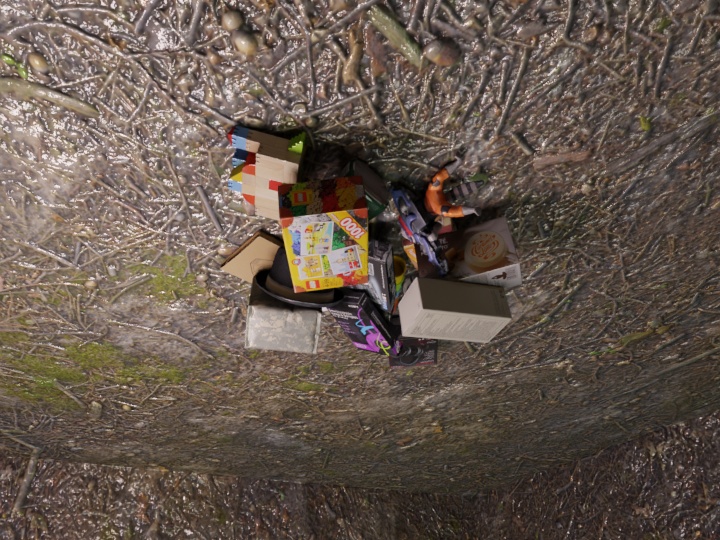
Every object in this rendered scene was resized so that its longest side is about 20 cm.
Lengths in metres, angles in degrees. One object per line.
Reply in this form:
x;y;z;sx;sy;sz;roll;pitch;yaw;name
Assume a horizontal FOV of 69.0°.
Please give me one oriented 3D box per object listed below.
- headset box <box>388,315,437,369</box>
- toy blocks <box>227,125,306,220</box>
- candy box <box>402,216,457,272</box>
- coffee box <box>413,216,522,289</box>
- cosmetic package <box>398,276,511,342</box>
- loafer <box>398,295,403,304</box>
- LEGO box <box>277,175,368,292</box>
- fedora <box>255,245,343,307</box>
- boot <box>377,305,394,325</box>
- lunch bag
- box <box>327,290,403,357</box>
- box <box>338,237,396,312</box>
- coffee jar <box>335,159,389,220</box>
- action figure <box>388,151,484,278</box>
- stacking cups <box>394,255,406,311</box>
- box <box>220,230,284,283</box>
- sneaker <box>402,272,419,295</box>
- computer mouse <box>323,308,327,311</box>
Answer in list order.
0.146;0.207;1.497;0.142;0.080;0.203;-5;144;3;headset box
-0.174;-0.168;0.935;0.131;0.103;0.203;13;143;-3;toy blocks
0.175;-0.035;1.171;0.111;0.057;0.201;-17;142;17;candy box
0.215;-0.015;1.058;0.193;0.118;0.080;-15;144;13;coffee box
0.182;0.080;1.019;0.192;0.075;0.105;8;143;-19;cosmetic package
0.185;0.051;1.287;0.192;0.074;0.064;-12;139;-7;loafer
-0.060;-0.059;0.921;0.143;0.079;0.203;-8;143;-4;LEGO box
-0.122;0.002;1.094;0.193;0.201;0.095;8;105;-15;fedora
0.008;0.109;1.306;0.127;0.070;0.201;23;155;-3;boot
-0.170;0.087;1.161;0.157;0.201;0.122;6;112;-10;lunch bag
0.001;0.125;1.251;0.140;0.037;0.202;4;138;45;box
0.000;0.000;1.159;0.152;0.051;0.203;18;150;17;box
-0.043;-0.110;1.001;0.103;0.087;0.198;33;127;-26;coffee jar
0.153;-0.100;1.014;0.191;0.206;0.103;-27;179;43;action figure
0.073;0.040;1.279;0.058;0.063;0.202;-1;150;-3;stacking cups
-0.199;-0.007;1.208;0.197;0.022;0.161;27;135;-37;box
0.188;0.020;1.155;0.192;0.079;0.079;-14;167;13;sneaker
-0.124;0.084;1.301;0.192;0.045;0.110;-14;153;4;computer mouse
